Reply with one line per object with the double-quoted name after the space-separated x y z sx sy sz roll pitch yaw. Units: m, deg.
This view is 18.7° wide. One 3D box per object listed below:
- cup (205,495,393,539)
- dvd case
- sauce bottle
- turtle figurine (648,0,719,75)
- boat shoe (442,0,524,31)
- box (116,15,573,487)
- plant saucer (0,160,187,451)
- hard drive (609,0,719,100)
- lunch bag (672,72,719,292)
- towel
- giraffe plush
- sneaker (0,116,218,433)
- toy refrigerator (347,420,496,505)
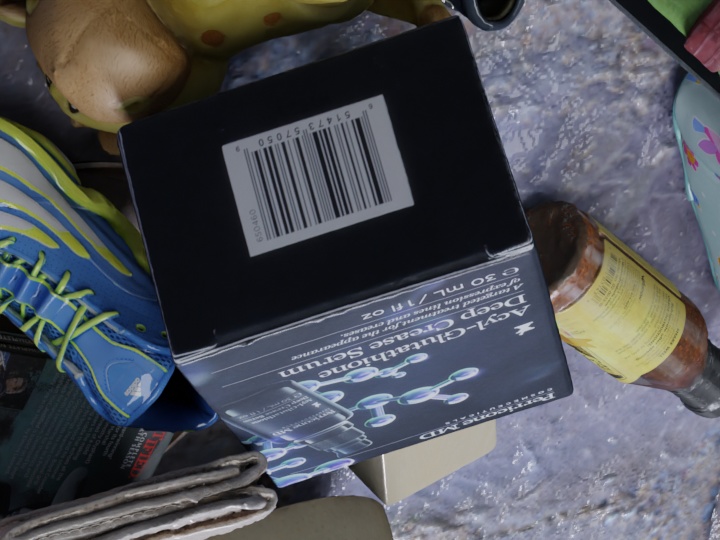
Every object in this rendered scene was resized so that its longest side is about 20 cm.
-0.052 0.227 1.137 0.199 0.144 0.201 -21 160 -8 "cup"
-0.189 0.093 1.043 0.199 0.022 0.147 12 116 -37 "dvd case"
0.152 0.030 1.223 0.066 0.066 0.200 -47 133 7 "sauce bottle"
0.132 -0.156 0.883 0.144 0.193 0.200 -50 174 -49 "turtle figurine"
0.076 -0.207 0.996 0.074 0.062 0.201 5 119 -32 "boat shoe"
0.000 0.000 0.931 0.147 0.108 0.200 -18 159 4 "box"
-0.148 0.028 1.055 0.199 0.032 0.201 -18 131 -21 "plant saucer"
0.193 -0.129 1.033 0.139 0.200 0.033 -8 127 -27 "hard drive"
0.264 -0.064 1.214 0.160 0.077 0.201 -31 134 -9 "lunch bag"
-0.125 0.123 0.986 0.132 0.035 0.200 -13 173 -23 "towel"
-0.077 -0.123 0.911 0.162 0.173 0.200 -37 154 12 "giraffe plush"
-0.124 0.005 0.954 0.076 0.105 0.200 -49 129 3 "sneaker"
0.019 0.017 1.128 0.076 0.070 0.201 -26 134 -23 "toy refrigerator"
